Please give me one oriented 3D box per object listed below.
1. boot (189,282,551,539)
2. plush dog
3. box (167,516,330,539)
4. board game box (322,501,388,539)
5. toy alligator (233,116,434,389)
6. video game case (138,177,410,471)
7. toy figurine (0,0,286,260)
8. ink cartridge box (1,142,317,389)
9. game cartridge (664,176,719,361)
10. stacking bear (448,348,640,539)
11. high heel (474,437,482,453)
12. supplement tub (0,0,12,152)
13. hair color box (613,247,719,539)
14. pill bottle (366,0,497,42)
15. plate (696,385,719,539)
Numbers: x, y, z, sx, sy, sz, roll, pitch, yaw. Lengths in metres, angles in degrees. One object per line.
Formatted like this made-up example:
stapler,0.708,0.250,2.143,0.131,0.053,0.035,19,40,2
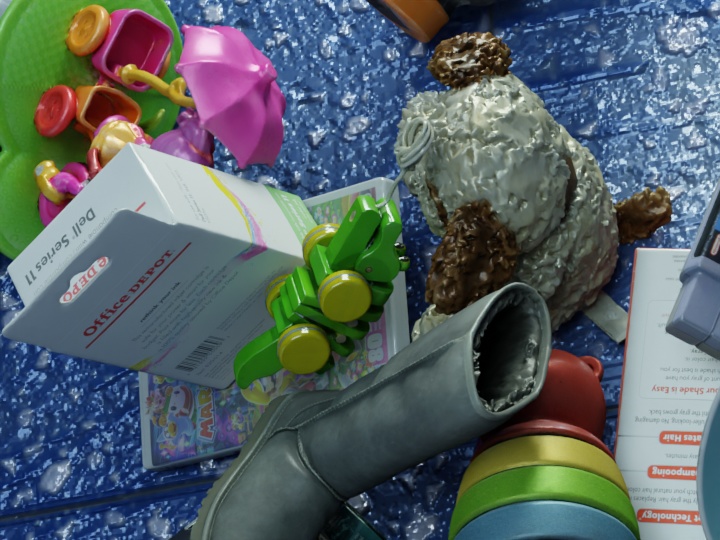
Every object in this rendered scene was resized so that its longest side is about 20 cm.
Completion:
boot,0.007,0.104,1.478,0.200,0.073,0.182,-18,40,41
plush dog,0.087,-0.043,1.567,0.160,0.172,0.201,-11,67,17
box,-0.061,0.239,1.560,0.161,0.049,0.200,-39,62,5
board game box,-0.041,0.242,1.595,0.200,0.028,0.135,-48,63,-1
toy alligator,0.000,0.000,1.536,0.200,0.054,0.059,-52,31,23
video game case,-0.056,0.035,1.643,0.200,0.018,0.144,-15,71,34
toy figurine,-0.129,-0.086,1.645,0.184,0.150,0.201,14,78,50
ink cartridge box,-0.119,-0.004,1.560,0.117,0.200,0.067,-44,58,21
game cartridge,0.260,-0.026,1.517,0.129,0.038,0.200,29,66,-10
stacking bear,0.099,0.129,1.479,0.121,0.114,0.200,-17,47,22
high heel,0.074,0.182,1.531,0.067,0.096,0.201,-28,66,49
supplement tub,-0.274,-0.086,1.741,0.122,0.123,0.200,24,81,26
hair color box,0.201,0.091,1.539,0.101,0.061,0.201,2,71,21
pill bottle,0.076,-0.239,1.679,0.106,0.106,0.200,39,88,28
plate,0.267,0.094,1.461,0.200,0.200,0.026,-49,26,-1
